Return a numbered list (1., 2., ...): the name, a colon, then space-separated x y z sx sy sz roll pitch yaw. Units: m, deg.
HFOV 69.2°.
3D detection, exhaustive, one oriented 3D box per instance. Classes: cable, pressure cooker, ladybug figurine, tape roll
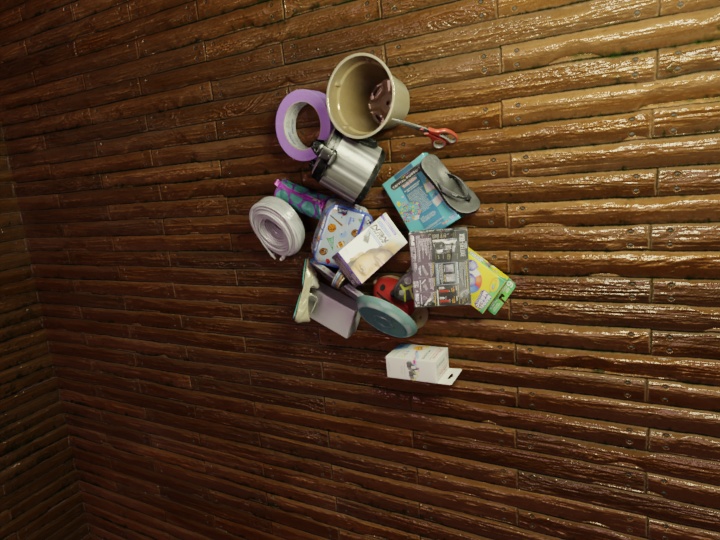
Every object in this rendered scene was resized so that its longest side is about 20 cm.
1. cable: -0.260 -0.138 1.649 0.198 0.069 0.201 -17 116 49
2. pressure cooker: -0.049 -0.300 1.438 0.197 0.181 0.176 28 151 -9
3. ladybug figurine: 0.109 0.098 1.543 0.199 0.072 0.137 37 118 17
4. tape roll: -0.158 -0.434 1.564 0.196 0.065 0.205 7 105 28

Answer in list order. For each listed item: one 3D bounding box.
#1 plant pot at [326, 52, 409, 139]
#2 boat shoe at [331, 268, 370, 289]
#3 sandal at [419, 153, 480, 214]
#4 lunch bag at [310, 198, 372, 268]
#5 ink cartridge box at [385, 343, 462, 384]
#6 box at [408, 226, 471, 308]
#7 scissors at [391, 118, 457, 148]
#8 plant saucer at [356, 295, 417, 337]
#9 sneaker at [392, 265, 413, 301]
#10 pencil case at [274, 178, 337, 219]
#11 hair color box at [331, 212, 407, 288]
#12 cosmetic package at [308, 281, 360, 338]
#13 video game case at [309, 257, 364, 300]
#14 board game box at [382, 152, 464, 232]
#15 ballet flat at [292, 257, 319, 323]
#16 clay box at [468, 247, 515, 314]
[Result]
1. plant pot: 0.038 -0.448 1.377 0.196 0.182 0.206 6 102 28
2. boat shoe: 0.000 0.000 1.508 0.072 0.199 0.073 42 146 14
3. sandal: 0.235 -0.223 1.371 0.199 0.076 0.043 42 164 -2
4. lunch bag: -0.051 -0.107 1.542 0.157 0.076 0.203 15 112 -20
5. ink cartridge box: 0.185 0.269 1.519 0.196 0.115 0.070 1 104 28
6. box: 0.212 -0.008 1.390 0.154 0.050 0.205 -5 99 10
7. scissors: 0.170 -0.364 1.338 0.072 0.197 0.014 -21 60 43
8. plant saucer: 0.070 0.140 1.501 0.197 0.028 0.201 25 158 11
9. sneaker: 0.169 0.009 1.469 0.075 0.076 0.200 43 107 1
10. pencil case: -0.171 -0.218 1.609 0.197 0.093 0.086 22 74 25
11. hair color box: 0.028 -0.058 1.468 0.110 0.199 0.065 51 155 -4
12. cosmetic package: -0.095 0.120 1.665 0.197 0.074 0.104 27 114 19
13. video game case: -0.059 0.041 1.593 0.198 0.143 0.018 35 82 18
14. board game box: 0.173 -0.196 1.447 0.150 0.047 0.203 -32 86 31
15. ballet flat: -0.159 0.064 1.616 0.068 0.069 0.205 9 85 26
16. clay box: 0.311 0.025 1.425 0.199 0.047 0.116 39 118 17
